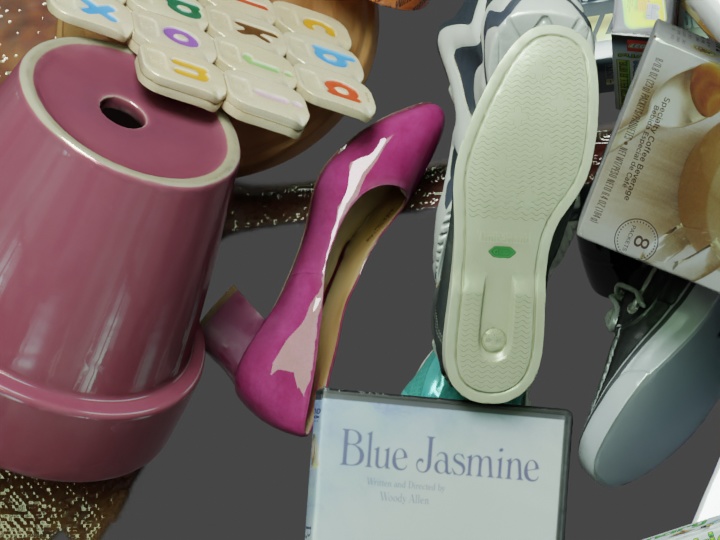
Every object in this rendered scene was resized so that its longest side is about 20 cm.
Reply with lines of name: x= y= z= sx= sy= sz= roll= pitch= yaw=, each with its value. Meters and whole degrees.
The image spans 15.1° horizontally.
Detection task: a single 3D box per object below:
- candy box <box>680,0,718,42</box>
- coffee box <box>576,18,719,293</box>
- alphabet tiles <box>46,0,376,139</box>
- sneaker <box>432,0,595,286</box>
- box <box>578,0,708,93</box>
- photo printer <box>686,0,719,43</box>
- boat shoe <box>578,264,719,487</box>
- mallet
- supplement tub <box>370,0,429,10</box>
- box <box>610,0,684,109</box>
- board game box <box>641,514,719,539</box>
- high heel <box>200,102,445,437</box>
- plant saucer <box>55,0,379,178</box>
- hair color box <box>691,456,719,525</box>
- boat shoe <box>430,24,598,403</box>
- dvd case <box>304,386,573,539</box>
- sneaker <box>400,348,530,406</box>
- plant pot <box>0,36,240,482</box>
candy box: x=0.274 y=-0.169 z=1.516 sx=0.116 sy=0.055 sz=0.200 roll=47 pitch=51 yaw=-6
coffee box: x=0.225 y=-0.039 z=1.407 sx=0.199 sy=0.080 sz=0.115 roll=21 pitch=102 yaw=2
alphabet tiles: x=-0.089 y=-0.138 z=1.519 sx=0.194 sy=0.015 sz=0.200 roll=16 pitch=26 yaw=-21
sneaker: x=0.081 y=-0.085 z=1.526 sx=0.079 sy=0.200 sz=0.130 roll=2 pitch=30 yaw=-3
box: x=0.184 y=-0.192 z=1.602 sx=0.198 sy=0.051 sz=0.159 roll=-8 pitch=68 yaw=4
photo printer: x=0.236 y=-0.162 z=1.383 sx=0.199 sy=0.070 sz=0.167 roll=-15 pitch=64 yaw=-44
boat shoe: x=0.172 y=0.024 z=1.499 sx=0.068 sy=0.073 sz=0.200 roll=34 pitch=95 yaw=42
mallet: x=0.202 y=-0.065 z=1.540 sx=0.200 sy=0.066 sz=0.041 roll=-38 pitch=45 yaw=-11
supplement tub: x=0.042 y=-0.259 z=1.563 sx=0.122 sy=0.122 sz=0.201 roll=38 pitch=114 yaw=20
box: x=0.169 y=-0.202 z=1.521 sx=0.034 sy=0.110 sz=0.202 roll=5 pitch=72 yaw=9
board game box: x=0.202 y=0.189 z=1.399 sx=0.199 sy=0.035 sz=0.127 roll=-19 pitch=90 yaw=15
high heel: x=0.000 y=0.000 z=1.538 sx=0.096 sy=0.067 sz=0.200 roll=41 pitch=93 yaw=31
plant saucer: x=-0.089 y=-0.152 z=1.632 sx=0.198 sy=0.038 sz=0.202 roll=-3 pitch=67 yaw=6
hair color box: x=0.262 y=0.087 z=1.469 sx=0.109 sy=0.065 sz=0.201 roll=22 pitch=74 yaw=14
boat shoe: x=0.077 y=-0.034 z=1.440 sx=0.071 sy=0.068 sz=0.202 roll=11 pitch=99 yaw=-8
dvd case: x=0.038 y=0.168 z=1.433 sx=0.142 sy=0.018 sz=0.202 roll=5 pitch=85 yaw=-14
sneaker: x=0.030 y=0.111 z=1.481 sx=0.077 sy=0.080 sz=0.201 roll=27 pitch=72 yaw=18
plant pot: x=-0.157 y=-0.017 z=1.461 sx=0.199 sy=0.180 sz=0.201 roll=21 pitch=32 yaw=-14
